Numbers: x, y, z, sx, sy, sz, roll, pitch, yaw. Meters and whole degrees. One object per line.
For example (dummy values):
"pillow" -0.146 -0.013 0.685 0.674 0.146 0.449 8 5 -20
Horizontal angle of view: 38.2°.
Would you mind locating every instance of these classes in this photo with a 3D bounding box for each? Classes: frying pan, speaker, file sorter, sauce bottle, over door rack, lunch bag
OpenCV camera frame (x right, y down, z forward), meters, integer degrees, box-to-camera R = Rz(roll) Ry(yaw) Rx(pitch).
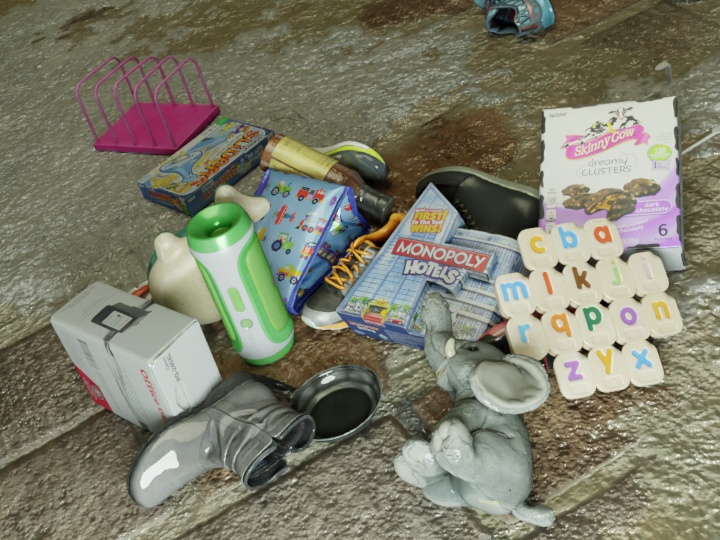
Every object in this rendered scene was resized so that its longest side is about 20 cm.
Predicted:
"frying pan" -0.062 0.159 1.193 0.188 0.031 0.116 -9 37 19
"speaker" -0.143 0.019 1.263 0.087 0.201 0.089 -12 37 9
"file sorter" -0.380 -0.300 1.836 0.198 0.126 0.139 7 43 31
"sauce bottle" -0.047 -0.127 1.476 0.199 0.066 0.066 29 53 13
"over door rack" 0.375 -0.164 1.365 0.200 0.067 0.148 -41 39 4
"lunch bag" -0.106 -0.027 1.413 0.149 0.094 0.201 15 60 35

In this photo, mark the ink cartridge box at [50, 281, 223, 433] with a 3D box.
"ink cartridge box" -0.260 0.112 1.243 0.199 0.146 0.083 17 46 39

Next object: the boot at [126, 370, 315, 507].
"boot" -0.154 0.202 1.134 0.200 0.070 0.131 -44 42 -14

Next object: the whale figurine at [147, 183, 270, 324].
"whale figurine" -0.195 -0.029 1.333 0.201 0.158 0.104 -59 36 21

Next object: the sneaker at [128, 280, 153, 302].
"sneaker" -0.297 0.074 1.391 0.199 0.077 0.082 -26 68 -18

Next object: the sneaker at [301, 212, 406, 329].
"sneaker" 0.000 0.000 1.329 0.200 0.078 0.078 -39 42 -22

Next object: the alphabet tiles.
"alphabet tiles" 0.247 0.039 1.128 0.198 0.015 0.198 -9 68 -12

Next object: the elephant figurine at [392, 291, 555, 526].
"elephant figurine" 0.125 0.132 1.050 0.141 0.155 0.201 -14 40 45

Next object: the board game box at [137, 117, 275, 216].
"board game box" -0.247 -0.173 1.691 0.135 0.035 0.200 20 51 40

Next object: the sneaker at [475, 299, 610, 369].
"sneaker" 0.201 0.064 1.179 0.198 0.074 0.087 -23 26 -17

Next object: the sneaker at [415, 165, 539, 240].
"sneaker" 0.141 -0.073 1.360 0.198 0.075 0.106 12 47 34

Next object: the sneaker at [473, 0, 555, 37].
"sneaker" 0.243 -0.460 1.803 0.095 0.080 0.200 -33 39 -16

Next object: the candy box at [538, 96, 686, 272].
"candy box" 0.304 -0.101 1.261 0.166 0.072 0.202 -4 66 21

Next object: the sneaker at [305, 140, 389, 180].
"sneaker" -0.050 -0.140 1.548 0.198 0.074 0.082 0 56 26

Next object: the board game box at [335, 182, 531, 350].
"board game box" 0.100 -0.004 1.254 0.198 0.062 0.201 11 65 34
